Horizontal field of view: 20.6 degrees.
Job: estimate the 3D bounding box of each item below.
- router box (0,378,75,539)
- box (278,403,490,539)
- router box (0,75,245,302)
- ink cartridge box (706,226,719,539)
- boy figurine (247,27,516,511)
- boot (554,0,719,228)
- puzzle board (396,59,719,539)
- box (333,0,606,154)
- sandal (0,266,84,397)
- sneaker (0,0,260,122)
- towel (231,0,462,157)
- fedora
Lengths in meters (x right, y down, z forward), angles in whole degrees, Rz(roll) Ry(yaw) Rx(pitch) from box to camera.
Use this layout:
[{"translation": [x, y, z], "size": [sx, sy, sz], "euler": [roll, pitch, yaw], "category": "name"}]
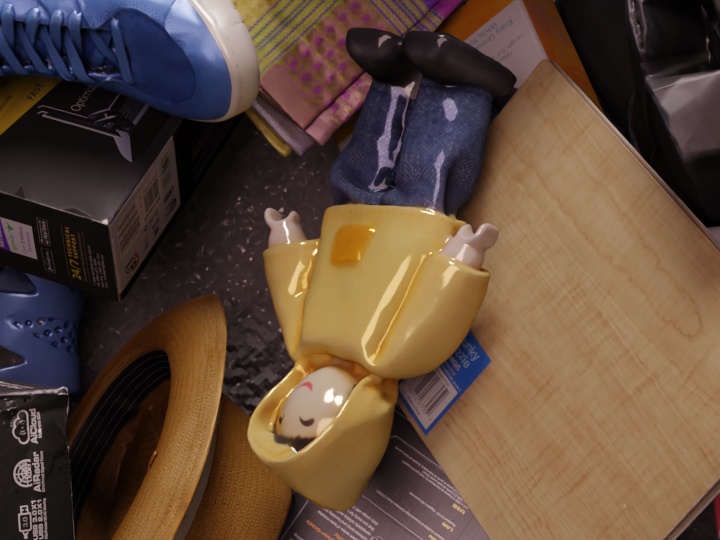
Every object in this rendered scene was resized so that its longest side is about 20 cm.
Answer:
[{"translation": [-0.182, 0.120, 0.837], "size": [0.062, 0.200, 0.151], "euler": [-4, 92, -30], "category": "router box"}, {"translation": [0.052, 0.157, 0.897], "size": [0.200, 0.048, 0.159], "euler": [34, 90, 17], "category": "box"}, {"translation": [-0.139, -0.090, 0.930], "size": [0.157, 0.052, 0.200], "euler": [17, 49, 16], "category": "router box"}, {"translation": [0.244, 0.051, 0.829], "size": [0.199, 0.083, 0.146], "euler": [-7, 62, 11], "category": "ink cartridge box"}, {"translation": [0.000, 0.000, 0.842], "size": [0.124, 0.064, 0.201], "euler": [13, 82, 41], "category": "boy figurine"}, {"translation": [0.126, -0.096, 0.842], "size": [0.066, 0.200, 0.165], "euler": [-31, 75, 7], "category": "boot"}, {"translation": [0.083, 0.028, 0.811], "size": [0.151, 0.017, 0.200], "euler": [-51, 49, 18], "category": "puzzle board"}, {"translation": [0.064, -0.021, 0.882], "size": [0.119, 0.041, 0.201], "euler": [-37, 57, 27], "category": "box"}, {"translation": [-0.165, 0.033, 0.961], "size": [0.087, 0.079, 0.200], "euler": [40, 100, 13], "category": "sandal"}, {"translation": [-0.143, -0.098, 0.846], "size": [0.200, 0.077, 0.111], "euler": [31, 48, 31], "category": "sneaker"}, {"translation": [-0.010, -0.166, 0.899], "size": [0.144, 0.023, 0.200], "euler": [44, 81, -2], "category": "towel"}, {"translation": [-0.087, 0.108, 0.895], "size": [0.082, 0.201, 0.201], "euler": [31, 89, -20], "category": "fedora"}]
